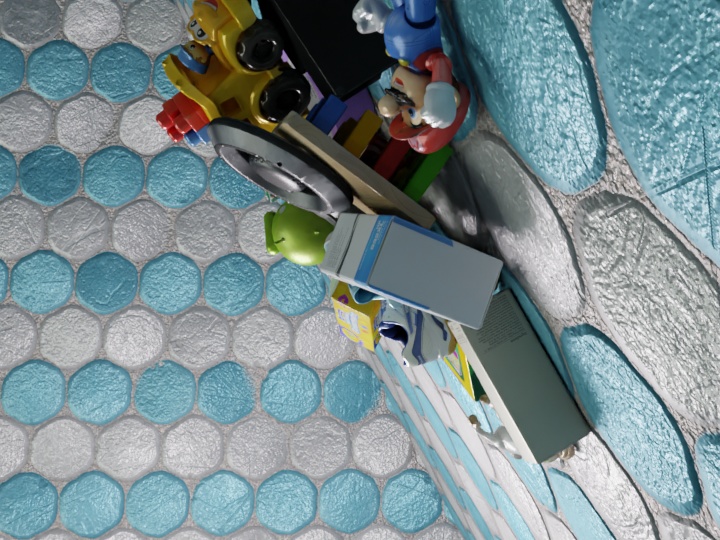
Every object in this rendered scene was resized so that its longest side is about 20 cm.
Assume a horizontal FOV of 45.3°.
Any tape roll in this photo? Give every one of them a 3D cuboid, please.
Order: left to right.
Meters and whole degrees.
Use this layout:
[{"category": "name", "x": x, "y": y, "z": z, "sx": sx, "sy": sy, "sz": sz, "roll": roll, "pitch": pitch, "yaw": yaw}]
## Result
[{"category": "tape roll", "x": -0.047, "y": -0.270, "z": 1.288, "sx": 0.201, "sy": 0.065, "sz": 0.200, "roll": 60, "pitch": 173, "yaw": 12}]

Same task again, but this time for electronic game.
[{"category": "electronic game", "x": -0.098, "y": -0.127, "z": 1.057, "sx": 0.199, "sy": 0.042, "sz": 0.200, "roll": 26, "pitch": 170, "yaw": 5}]

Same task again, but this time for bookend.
[{"category": "bookend", "x": -0.043, "y": -0.291, "z": 1.076, "sx": 0.201, "sy": 0.092, "sz": 0.199, "roll": 57, "pitch": 176, "yaw": 5}]

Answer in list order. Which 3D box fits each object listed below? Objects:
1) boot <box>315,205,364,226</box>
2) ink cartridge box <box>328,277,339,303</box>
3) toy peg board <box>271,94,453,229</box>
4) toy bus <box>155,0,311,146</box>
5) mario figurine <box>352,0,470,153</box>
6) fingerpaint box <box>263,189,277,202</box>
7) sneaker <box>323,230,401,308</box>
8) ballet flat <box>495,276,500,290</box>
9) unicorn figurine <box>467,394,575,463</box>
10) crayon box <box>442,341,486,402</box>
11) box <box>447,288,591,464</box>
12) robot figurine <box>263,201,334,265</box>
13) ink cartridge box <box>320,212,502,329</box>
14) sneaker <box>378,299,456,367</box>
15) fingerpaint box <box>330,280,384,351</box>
[{"category": "boot", "x": -0.020, "y": -0.103, "z": 1.229, "sx": 0.200, "sy": 0.073, "sz": 0.182, "roll": 46, "pitch": 146, "yaw": -12}, {"category": "ink cartridge box", "x": -0.002, "y": -0.022, "z": 1.431, "sx": 0.057, "sy": 0.163, "sz": 0.200, "roll": 24, "pitch": -174, "yaw": -9}, {"category": "toy peg board", "x": 0.004, "y": -0.145, "z": 1.036, "sx": 0.199, "sy": 0.098, "sz": 0.200, "roll": 36, "pitch": 175, "yaw": -11}, {"category": "toy bus", "x": -0.183, "y": -0.246, "z": 1.099, "sx": 0.136, "sy": 0.191, "sz": 0.200, "roll": 56, "pitch": 177, "yaw": 37}, {"category": "mario figurine", "x": 0.038, "y": -0.197, "z": 0.797, "sx": 0.124, "sy": 0.105, "sz": 0.201, "roll": -69, "pitch": -30, "yaw": -53}, {"category": "fingerpaint box", "x": -0.127, "y": -0.244, "z": 1.463, "sx": 0.201, "sy": 0.166, "sz": 0.073, "roll": 59, "pitch": 170, "yaw": 15}, {"category": "sneaker", "x": 0.000, "y": 0.000, "z": 1.198, "sx": 0.200, "sy": 0.082, "sz": 0.074, "roll": 19, "pitch": 155, "yaw": 51}, {"category": "ballet flat", "x": 0.120, "y": 0.001, "z": 1.136, "sx": 0.069, "sy": 0.063, "sz": 0.200, "roll": 60, "pitch": 173, "yaw": -9}, {"category": "unicorn figurine", "x": 0.218, "y": 0.224, "z": 1.192, "sx": 0.137, "sy": 0.074, "sz": 0.200, "roll": 44, "pitch": 172, "yaw": -25}, {"category": "crayon box", "x": 0.135, "y": 0.068, "z": 1.293, "sx": 0.200, "sy": 0.058, "sz": 0.173, "roll": 55, "pitch": 167, "yaw": 42}, {"category": "box", "x": 0.191, "y": 0.129, "z": 1.057, "sx": 0.201, "sy": 0.082, "sz": 0.068, "roll": 62, "pitch": 172, "yaw": 5}, {"category": "robot figurine", "x": -0.073, "y": -0.076, "z": 1.410, "sx": 0.200, "sy": 0.174, "sz": 0.116, "roll": -47, "pitch": -61, "yaw": -68}, {"category": "ink cartridge box", "x": 0.053, "y": -0.005, "z": 1.013, "sx": 0.144, "sy": 0.084, "sz": 0.200, "roll": 20, "pitch": 179, "yaw": -18}, {"category": "sneaker", "x": 0.056, "y": 0.050, "z": 1.231, "sx": 0.076, "sy": 0.088, "sz": 0.200, "roll": 78, "pitch": 165, "yaw": -48}, {"category": "fingerpaint box", "x": 0.028, "y": 0.022, "z": 1.411, "sx": 0.073, "sy": 0.167, "sz": 0.200, "roll": 26, "pitch": 162, "yaw": 12}]
